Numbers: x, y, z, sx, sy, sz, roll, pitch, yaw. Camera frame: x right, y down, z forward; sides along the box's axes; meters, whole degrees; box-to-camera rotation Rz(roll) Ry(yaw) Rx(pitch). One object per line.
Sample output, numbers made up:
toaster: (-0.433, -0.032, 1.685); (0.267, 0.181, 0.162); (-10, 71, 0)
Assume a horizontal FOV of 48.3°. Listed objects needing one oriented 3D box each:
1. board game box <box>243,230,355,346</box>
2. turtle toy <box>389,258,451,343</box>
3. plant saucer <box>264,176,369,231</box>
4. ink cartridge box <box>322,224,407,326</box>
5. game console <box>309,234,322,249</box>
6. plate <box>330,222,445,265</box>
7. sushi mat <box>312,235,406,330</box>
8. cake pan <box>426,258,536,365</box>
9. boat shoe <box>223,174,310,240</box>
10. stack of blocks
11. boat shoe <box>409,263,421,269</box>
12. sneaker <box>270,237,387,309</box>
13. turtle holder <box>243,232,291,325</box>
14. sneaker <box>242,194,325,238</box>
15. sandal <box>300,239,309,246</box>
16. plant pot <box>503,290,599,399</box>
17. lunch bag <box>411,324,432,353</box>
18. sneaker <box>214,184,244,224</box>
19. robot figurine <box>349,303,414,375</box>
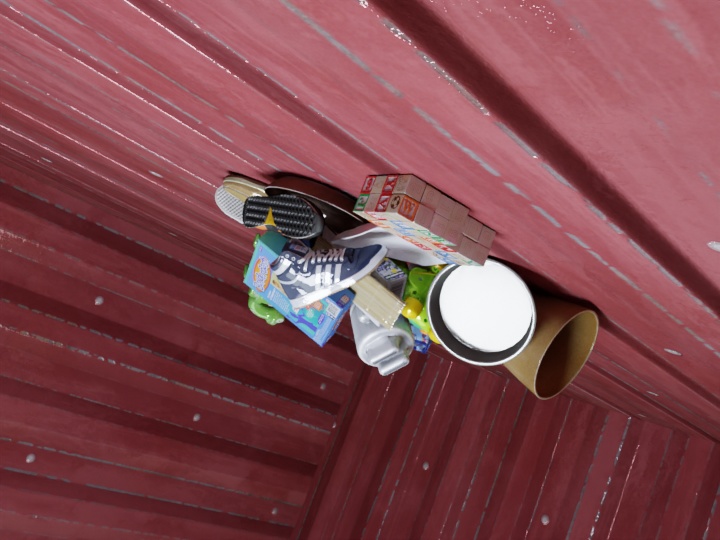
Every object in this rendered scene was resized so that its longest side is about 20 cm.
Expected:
board game box: (-0.117, 0.033, 1.489); (0.200, 0.045, 0.152); (39, 144, 6)
turtle toy: (0.117, 0.042, 1.532); (0.200, 0.146, 0.101); (41, 156, -15)
plant saucer: (-0.071, -0.118, 1.410); (0.200, 0.035, 0.200); (20, 172, 3)
ink cartridge box: (0.000, 0.000, 1.499); (0.050, 0.109, 0.200); (-19, -134, -33)
game console: (0.005, -0.033, 1.649); (0.200, 0.118, 0.171); (34, -152, -31)
plate: (0.077, -0.049, 1.359); (0.199, 0.032, 0.200); (14, 170, -25)
sushi mat: (-0.011, 0.024, 1.423); (0.200, 0.012, 0.096); (38, 146, 11)
cake pan: (0.216, 0.069, 1.425); (0.200, 0.201, 0.037); (18, -158, 20)
boat shoe: (-0.175, -0.116, 1.535); (0.200, 0.076, 0.072); (22, 172, -6)
stack of blocks: (0.104, -0.070, 1.181); (0.200, 0.059, 0.115); (27, 170, -32)
boat shoe: (0.136, 0.020, 1.656); (0.074, 0.068, 0.199); (24, 171, -18)
sneaker: (-0.060, -0.019, 1.351); (0.109, 0.200, 0.070); (56, -157, -15)
turtle holder: (-0.164, 0.021, 1.646); (0.132, 0.186, 0.141); (13, 175, -20)
sneaker: (-0.114, -0.093, 1.383); (0.200, 0.070, 0.090); (11, -175, 44)
sandal: (-0.081, -0.042, 1.774); (0.200, 0.087, 0.079); (1, -170, -39)
plant pot: (0.310, 0.112, 1.519); (0.200, 0.187, 0.186); (33, 180, 37)
lunch bag: (0.157, 0.114, 1.928); (0.094, 0.151, 0.200); (19, 171, 17)
sneaker: (-0.202, -0.115, 1.644); (0.200, 0.073, 0.114); (23, 175, -9)
robot figurine: (0.041, 0.108, 1.584); (0.170, 0.113, 0.200); (53, -163, -39)
